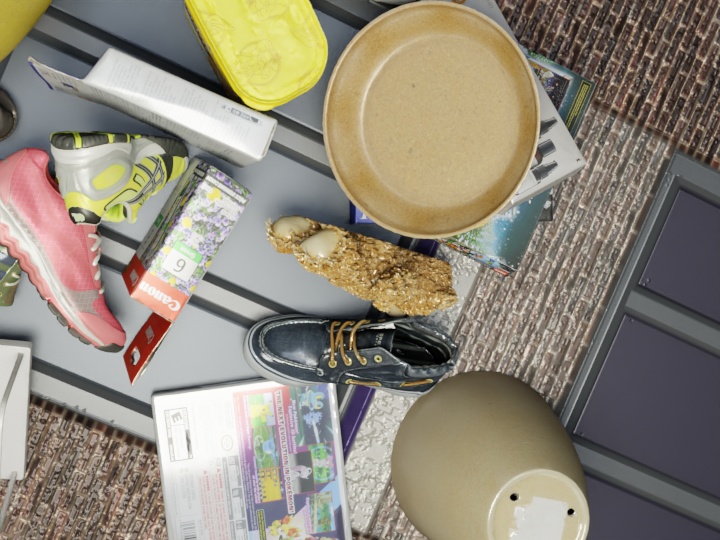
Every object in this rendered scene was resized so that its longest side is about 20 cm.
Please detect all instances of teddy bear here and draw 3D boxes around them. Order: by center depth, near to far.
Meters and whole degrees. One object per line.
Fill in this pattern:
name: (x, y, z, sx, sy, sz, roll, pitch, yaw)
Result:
teddy bear: (0.000, 0.000, 1.028, 0.144, 0.199, 0.068, 20, 92, 33)

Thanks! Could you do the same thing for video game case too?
video game case: (-0.104, 0.208, 1.096, 0.180, 0.023, 0.203, -7, 95, -8)

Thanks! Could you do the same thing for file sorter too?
file sorter: (-0.401, 0.141, 0.975, 0.197, 0.125, 0.140, 6, 110, -9)

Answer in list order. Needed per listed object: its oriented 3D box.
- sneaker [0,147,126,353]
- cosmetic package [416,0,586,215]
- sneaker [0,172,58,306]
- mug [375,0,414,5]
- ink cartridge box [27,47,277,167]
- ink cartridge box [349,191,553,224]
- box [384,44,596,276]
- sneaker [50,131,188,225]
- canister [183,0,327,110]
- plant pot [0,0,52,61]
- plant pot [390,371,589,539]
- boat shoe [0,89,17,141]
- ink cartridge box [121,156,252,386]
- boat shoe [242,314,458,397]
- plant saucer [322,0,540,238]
sneaker: (-0.253, -0.017, 0.968, 0.086, 0.074, 0.201, -37, 109, -8)
cosmetic package: (0.117, -0.160, 1.007, 0.082, 0.051, 0.201, -28, 84, -12)
sneaker: (-0.334, -0.013, 1.022, 0.199, 0.067, 0.091, -27, 106, -6)
mug: (0.012, -0.350, 1.015, 0.175, 0.147, 0.201, 36, 58, -16)
ink cartridge box: (-0.177, -0.146, 0.963, 0.198, 0.200, 0.041, 22, 89, -12)
ink cartridge box: (0.089, -0.093, 1.088, 0.197, 0.044, 0.095, -1, 93, -9)
box: (0.121, -0.115, 1.046, 0.135, 0.038, 0.202, 26, 78, -3)
sneaker: (-0.211, -0.082, 0.971, 0.074, 0.200, 0.077, 4, 97, 16)
canister: (-0.098, -0.213, 0.969, 0.086, 0.200, 0.150, -29, 98, -5)
plant pot: (-0.349, -0.244, 0.932, 0.198, 0.200, 0.144, 18, 97, -10)
plant pot: (0.138, 0.206, 1.044, 0.185, 0.200, 0.190, -1, 95, -9)
boat shoe: (-0.403, -0.173, 0.996, 0.198, 0.057, 0.068, 24, 91, -10)
ink cartridge box: (-0.178, -0.004, 1.019, 0.050, 0.109, 0.201, 32, 89, -19)
boat shoe: (-0.008, 0.071, 1.056, 0.198, 0.091, 0.072, 9, 67, -13)
plant saucer: (0.063, -0.130, 0.970, 0.198, 0.035, 0.203, 2, 96, 22)
